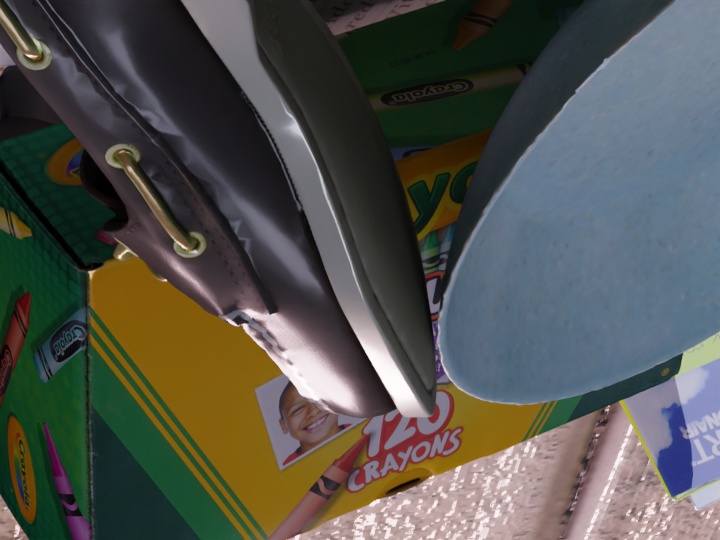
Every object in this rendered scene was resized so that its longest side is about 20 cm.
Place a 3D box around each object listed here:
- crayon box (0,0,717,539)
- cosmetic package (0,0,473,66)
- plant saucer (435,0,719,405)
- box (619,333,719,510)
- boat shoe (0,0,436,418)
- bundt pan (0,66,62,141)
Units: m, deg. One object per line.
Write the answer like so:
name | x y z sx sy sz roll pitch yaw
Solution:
crayon box | 0.000 0.000 0.735 0.199 0.058 0.119 -20 134 -26
cosmetic package | -0.030 -0.166 0.687 0.199 0.167 0.167 -7 149 -46
plant saucer | 0.093 -0.046 0.675 0.200 0.039 0.201 -29 155 -15
box | 0.136 -0.009 1.015 0.121 0.048 0.201 -25 105 12
boat shoe | -0.037 -0.035 0.608 0.060 0.072 0.202 -17 132 12
bundt pan | -0.061 -0.011 0.842 0.075 0.202 0.202 20 151 22
